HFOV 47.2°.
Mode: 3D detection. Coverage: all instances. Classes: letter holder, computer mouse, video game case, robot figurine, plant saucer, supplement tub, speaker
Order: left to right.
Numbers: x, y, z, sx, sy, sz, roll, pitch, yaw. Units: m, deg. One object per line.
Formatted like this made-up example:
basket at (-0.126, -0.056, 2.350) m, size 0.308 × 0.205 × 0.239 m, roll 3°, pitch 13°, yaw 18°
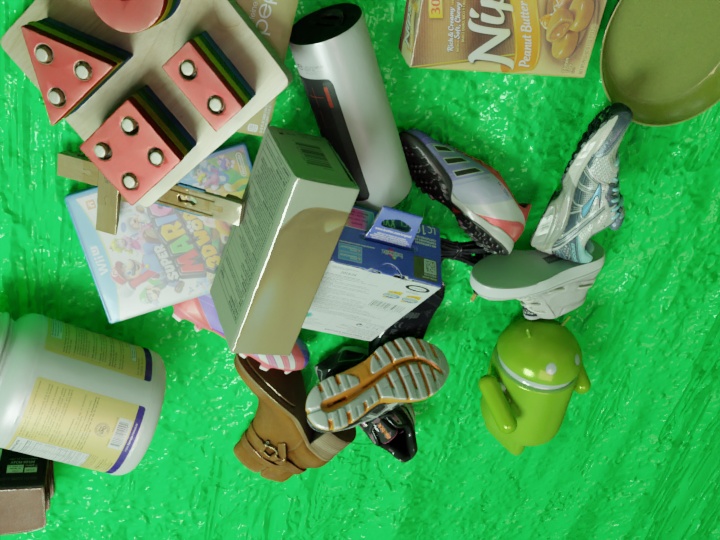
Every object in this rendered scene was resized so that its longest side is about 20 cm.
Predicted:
letter holder at (-0.480, 0.275, 1.001) m, size 0.195 × 0.101 × 0.145 m, roll 2°, pitch 126°, yaw -16°
supplement tub at (-0.331, 0.134, 0.913) m, size 0.197 × 0.147 × 0.147 m, roll 22°, pitch 117°, yaw -27°
video game case at (-0.196, -0.039, 0.881) m, size 0.195 × 0.018 × 0.146 m, roll -17°, pitch 108°, yaw -4°
speaker at (-0.007, -0.161, 0.837) m, size 0.079 × 0.082 × 0.203 m, roll -20°, pitch 128°, yaw 0°
computer mouse at (0.085, 0.035, 1.028) m, size 0.138 × 0.046 × 0.203 m, roll 1°, pitch 126°, yaw -33°
robot figurine at (0.224, 0.147, 1.092) m, size 0.172 × 0.116 × 0.204 m, roll -16°, pitch 131°, yaw -31°
plant saucer at (0.346, -0.257, 0.898) m, size 0.195 × 0.031 × 0.204 m, roll -8°, pitch 125°, yaw -11°

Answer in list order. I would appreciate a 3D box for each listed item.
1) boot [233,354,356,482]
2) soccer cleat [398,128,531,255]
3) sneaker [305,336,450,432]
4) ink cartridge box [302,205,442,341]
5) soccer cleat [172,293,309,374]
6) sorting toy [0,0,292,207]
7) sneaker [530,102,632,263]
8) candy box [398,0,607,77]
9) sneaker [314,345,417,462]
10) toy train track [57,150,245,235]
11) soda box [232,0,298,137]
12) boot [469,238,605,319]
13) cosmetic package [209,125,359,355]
boot at (-0.119, 0.191, 1.067) m, size 0.199 × 0.078 × 0.154 m, roll 38°, pitch 127°, yaw -22°
soccer cleat at (0.117, -0.102, 0.933) m, size 0.199 × 0.068 × 0.074 m, roll 41°, pitch 78°, yaw -26°
sneaker at (0.018, 0.141, 1.003) m, size 0.196 × 0.080 × 0.077 m, roll -17°, pitch 162°, yaw -20°
ink cartridge box at (0.000, 0.000, 0.900) m, size 0.133 × 0.078 × 0.200 m, roll 13°, pitch 152°, yaw -23°
soccer cleat at (-0.130, 0.056, 0.968) m, size 0.198 × 0.067 × 0.077 m, roll 31°, pitch 108°, yaw -28°
sorting toy at (-0.197, -0.179, 0.722) m, size 0.198 × 0.070 × 0.200 m, roll -34°, pitch 106°, yaw 22°
sneaker at (0.272, -0.096, 0.946) m, size 0.085 × 0.078 × 0.203 m, roll 27°, pitch 130°, yaw 9°
candy box at (0.144, -0.262, 0.822) m, size 0.195 × 0.056 × 0.118 m, roll -1°, pitch 125°, yaw -15°
sneaker at (0.022, 0.179, 1.078) m, size 0.080 × 0.087 × 0.200 m, roll -39°, pitch 124°, yaw 12°
toy train track at (-0.207, -0.086, 0.827) m, size 0.195 × 0.033 × 0.117 m, roll 16°, pitch 113°, yaw 7°
soda box at (-0.098, -0.235, 0.768) m, size 0.062 × 0.068 × 0.204 m, roll 6°, pitch 122°, yaw -18°
boot at (0.215, 0.026, 1.018) m, size 0.196 × 0.074 × 0.097 m, roll -11°, pitch 131°, yaw -24°
cosmetic package at (-0.081, -0.026, 0.819) m, size 0.070 × 0.106 × 0.203 m, roll 7°, pitch 123°, yaw -30°
